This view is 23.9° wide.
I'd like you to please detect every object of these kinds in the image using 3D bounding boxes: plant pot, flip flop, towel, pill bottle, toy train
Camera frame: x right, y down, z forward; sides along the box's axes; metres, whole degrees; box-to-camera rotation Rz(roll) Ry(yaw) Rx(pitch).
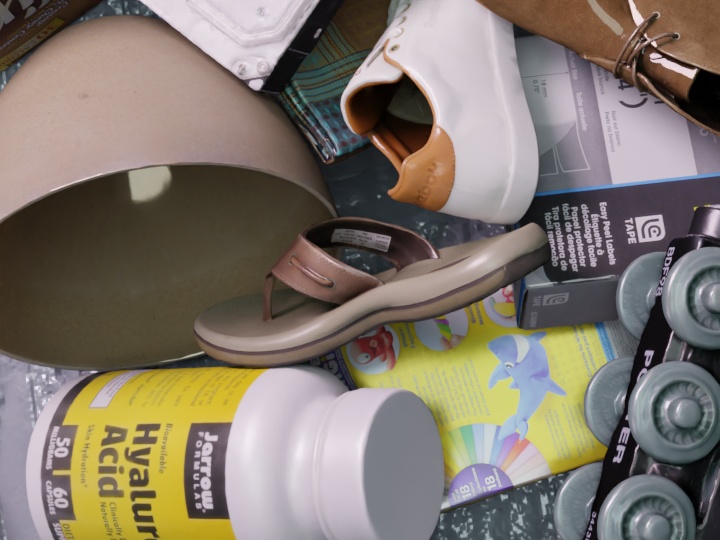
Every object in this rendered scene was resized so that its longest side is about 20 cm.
[{"bbox_3d":[-0.121,-0.053,0.894,0.200,0.200,0.135,-18,61,5],"label":"plant pot"},{"bbox_3d":[0.000,0.000,0.835,0.200,0.081,0.058,-16,103,38],"label":"flip flop"},{"bbox_3d":[-0.023,-0.161,0.916,0.147,0.022,0.200,-29,80,-40],"label":"towel"},{"bbox_3d":[-0.062,0.103,0.867,0.199,0.111,0.112,-5,85,31],"label":"pill bottle"},{"bbox_3d":[0.165,0.074,0.782,0.114,0.085,0.201,19,84,-12],"label":"toy train"}]

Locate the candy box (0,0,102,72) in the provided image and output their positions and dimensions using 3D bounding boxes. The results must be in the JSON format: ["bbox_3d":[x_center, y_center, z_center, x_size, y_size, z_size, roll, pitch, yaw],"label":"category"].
[{"bbox_3d":[-0.201,-0.168,0.893,0.115,0.200,0.055,-34,81,4],"label":"candy box"}]

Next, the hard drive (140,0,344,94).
[{"bbox_3d":[-0.041,-0.206,0.834,0.140,0.038,0.200,39,103,12],"label":"hard drive"}]

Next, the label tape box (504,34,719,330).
[{"bbox_3d":[0.171,-0.055,0.874,0.199,0.063,0.145,-6,66,0],"label":"label tape box"}]

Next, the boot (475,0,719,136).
[{"bbox_3d":[0.134,-0.116,0.803,0.199,0.076,0.074,22,125,-2],"label":"boot"}]

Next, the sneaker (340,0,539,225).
[{"bbox_3d":[0.029,-0.113,0.855,0.084,0.073,0.200,4,49,-20],"label":"sneaker"}]

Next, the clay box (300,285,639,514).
[{"bbox_3d":[0.072,0.061,0.918,0.199,0.048,0.115,-19,81,6],"label":"clay box"}]
